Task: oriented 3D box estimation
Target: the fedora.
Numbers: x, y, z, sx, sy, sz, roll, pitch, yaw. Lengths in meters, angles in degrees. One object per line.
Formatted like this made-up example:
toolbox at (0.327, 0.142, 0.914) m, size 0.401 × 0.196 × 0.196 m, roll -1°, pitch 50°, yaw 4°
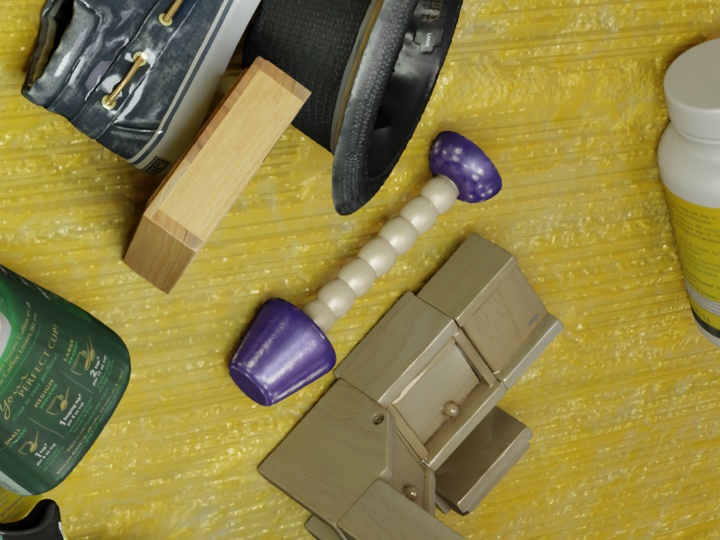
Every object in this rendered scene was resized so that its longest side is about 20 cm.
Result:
fedora at (-0.010, -0.126, 1.516) m, size 0.201 × 0.092 × 0.201 m, roll 21°, pitch 90°, yaw -81°

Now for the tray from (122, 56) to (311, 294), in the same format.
tray at (-0.079, -0.047, 1.460) m, size 0.037 × 0.200 × 0.099 m, roll 36°, pitch 80°, yaw -4°

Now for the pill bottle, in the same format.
pill bottle at (0.255, -0.050, 1.827) m, size 0.111 × 0.111 × 0.200 m, roll -39°, pitch 131°, yaw -25°

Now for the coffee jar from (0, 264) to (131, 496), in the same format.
coffee jar at (-0.213, 0.031, 1.425) m, size 0.104 × 0.085 × 0.200 m, roll -56°, pitch 138°, yaw -6°

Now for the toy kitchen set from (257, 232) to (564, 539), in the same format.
toy kitchen set at (0.088, 0.126, 1.695) m, size 0.200 × 0.180 × 0.163 m, roll -48°, pitch 136°, yaw -11°

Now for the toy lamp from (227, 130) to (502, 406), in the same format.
toy lamp at (0.000, 0.000, 1.642) m, size 0.200 × 0.058 × 0.058 m, roll -47°, pitch 135°, yaw -20°

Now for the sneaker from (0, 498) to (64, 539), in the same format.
sneaker at (-0.248, 0.137, 1.433) m, size 0.200 × 0.071 × 0.080 m, roll 12°, pitch 90°, yaw -24°

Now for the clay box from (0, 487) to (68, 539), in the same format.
clay box at (-0.235, 0.218, 1.520) m, size 0.200 × 0.048 × 0.115 m, roll -42°, pitch 134°, yaw -22°

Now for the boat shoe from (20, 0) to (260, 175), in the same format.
boat shoe at (-0.101, -0.156, 1.458) m, size 0.091 × 0.071 × 0.200 m, roll 29°, pitch 70°, yaw -21°
